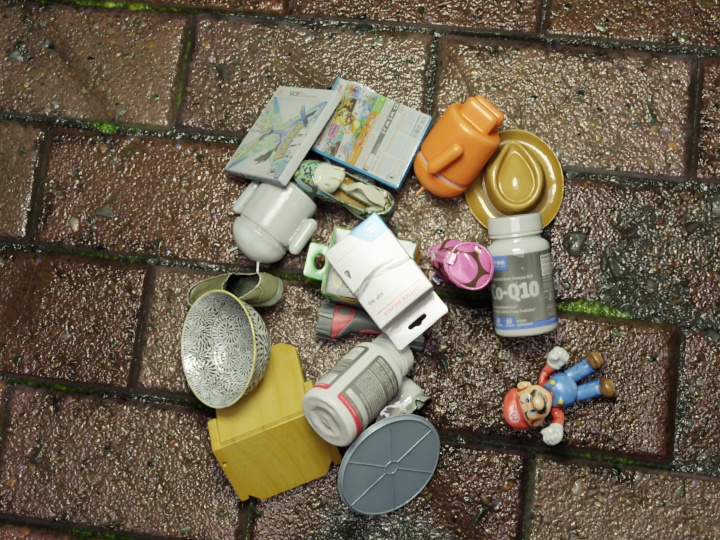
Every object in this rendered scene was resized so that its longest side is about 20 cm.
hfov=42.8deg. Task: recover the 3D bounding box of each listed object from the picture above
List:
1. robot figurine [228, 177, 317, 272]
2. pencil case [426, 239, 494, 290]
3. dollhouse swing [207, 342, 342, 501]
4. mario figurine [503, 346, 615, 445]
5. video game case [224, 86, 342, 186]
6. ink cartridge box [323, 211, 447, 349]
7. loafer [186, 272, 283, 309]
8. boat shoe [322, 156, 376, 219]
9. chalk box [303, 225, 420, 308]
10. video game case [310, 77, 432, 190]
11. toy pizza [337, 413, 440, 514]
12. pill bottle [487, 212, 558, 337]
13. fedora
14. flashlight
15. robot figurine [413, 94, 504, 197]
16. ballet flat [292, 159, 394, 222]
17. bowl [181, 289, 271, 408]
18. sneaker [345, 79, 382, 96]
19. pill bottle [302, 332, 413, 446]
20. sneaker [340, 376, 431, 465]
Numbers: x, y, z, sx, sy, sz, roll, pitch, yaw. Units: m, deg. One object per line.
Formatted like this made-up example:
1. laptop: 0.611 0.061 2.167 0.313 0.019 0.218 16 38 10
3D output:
1. robot figurine: -0.157 -0.098 1.681 0.168 0.113 0.201 33 85 26
2. pencil case: 0.170 -0.012 1.590 0.093 0.200 0.092 32 89 -4
3. dollhouse swing: -0.159 0.269 1.659 0.197 0.177 0.184 -22 120 1
4. mario figurine: 0.338 0.214 1.578 0.197 0.107 0.124 -23 44 -6
5. video game case: -0.143 -0.251 1.685 0.181 0.022 0.202 16 70 47
6. ink cartridge box: 0.045 0.019 1.539 0.116 0.068 0.201 -39 79 0
7. loafer: -0.237 0.031 1.667 0.197 0.070 0.076 -11 61 23
8. boat shoe: -0.025 -0.187 1.707 0.073 0.065 0.204 -26 79 1
9. chalk box: 0.000 0.000 1.645 0.196 0.124 0.127 11 83 9
10. video game case: 0.013 -0.248 1.659 0.198 0.018 0.145 26 85 17
11. toy pizza: 0.047 0.329 1.573 0.200 0.201 0.032 -43 37 -3
12. pill bottle: 0.277 0.006 1.597 0.112 0.114 0.204 -7 94 4
13. fedora: 0.279 -0.165 1.663 0.196 0.082 0.205 -1 80 5
14. flashlight: 0.018 0.106 1.657 0.196 0.068 0.069 12 87 2
15. robot figurine: 0.169 -0.214 1.635 0.115 0.145 0.201 22 122 -24
16. ballet flat: -0.024 -0.150 1.633 0.197 0.074 0.075 23 82 -14
17. bowl: -0.219 0.137 1.616 0.198 0.093 0.205 -2 86 41
18. sneaker: 0.026 -0.280 1.715 0.199 0.077 0.085 38 91 11
19. pill bottle: 0.002 0.193 1.555 0.110 0.111 0.200 42 53 11
20. sneaker: 0.028 0.268 1.627 0.200 0.074 0.088 -43 69 -9
